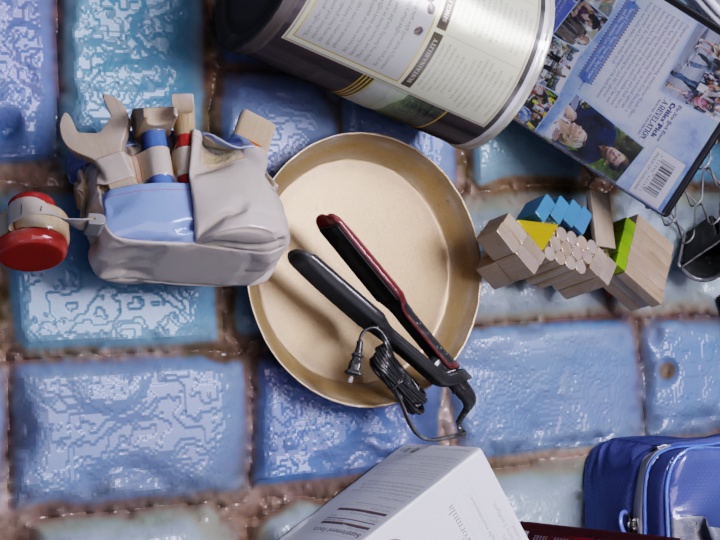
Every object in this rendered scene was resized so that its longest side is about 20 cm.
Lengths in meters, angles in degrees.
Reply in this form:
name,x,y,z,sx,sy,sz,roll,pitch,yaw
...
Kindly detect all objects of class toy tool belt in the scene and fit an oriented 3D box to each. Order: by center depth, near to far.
name,x,y,z,sx,sy,sz,roll,pitch,yaw
toy tool belt,-0.146,-0.058,1.105,0.198,0.125,0.124,2,62,-21

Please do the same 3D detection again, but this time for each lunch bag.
name,x,y,z,sx,sy,sz,roll,pitch,yaw
lunch bag,0.275,0.198,1.302,0.198,0.132,0.137,1,85,-30

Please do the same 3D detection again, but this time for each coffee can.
name,x,y,z,sx,sy,sz,roll,pitch,yaw
coffee can,0.017,-0.188,1.177,0.199,0.146,0.148,21,77,-26

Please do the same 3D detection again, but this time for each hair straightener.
name,x,y,z,sx,sy,sz,roll,pitch,yaw
hair straightener,0.013,0.056,1.195,0.077,0.041,0.200,-48,113,-23

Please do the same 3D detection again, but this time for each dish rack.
name,x,y,z,sx,sy,sz,roll,pitch,yaw
dish rack,0.265,-0.100,1.316,0.200,0.153,0.055,40,29,-20

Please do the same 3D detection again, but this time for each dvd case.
name,x,y,z,sx,sy,sz,roll,pitch,yaw
dvd case,0.188,-0.154,1.263,0.199,0.018,0.143,34,95,8

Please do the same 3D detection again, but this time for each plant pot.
name,x,y,z,sx,sy,sz,roll,pitch,yaw
plant pot,0.000,0.000,1.222,0.198,0.027,0.202,3,84,-30

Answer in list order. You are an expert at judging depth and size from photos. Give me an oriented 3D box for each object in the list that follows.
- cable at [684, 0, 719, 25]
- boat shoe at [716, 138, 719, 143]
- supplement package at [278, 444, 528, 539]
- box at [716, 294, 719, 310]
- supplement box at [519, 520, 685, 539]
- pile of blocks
name,x,y,z,sx,sy,sz,roll,pitch,yaw
cable,0.329,-0.236,1.352,0.199,0.069,0.201,32,38,-17
boat shoe,0.280,-0.139,1.373,0.199,0.074,0.074,31,84,-17
supplement package,0.010,0.224,1.163,0.199,0.109,0.114,-35,102,-27
box,0.406,0.083,1.433,0.159,0.049,0.202,-24,98,-27
supplement box,0.167,0.247,1.198,0.061,0.199,0.109,35,71,-22
pile of blocks,0.157,-0.017,1.296,0.199,0.062,0.083,12,68,-38
